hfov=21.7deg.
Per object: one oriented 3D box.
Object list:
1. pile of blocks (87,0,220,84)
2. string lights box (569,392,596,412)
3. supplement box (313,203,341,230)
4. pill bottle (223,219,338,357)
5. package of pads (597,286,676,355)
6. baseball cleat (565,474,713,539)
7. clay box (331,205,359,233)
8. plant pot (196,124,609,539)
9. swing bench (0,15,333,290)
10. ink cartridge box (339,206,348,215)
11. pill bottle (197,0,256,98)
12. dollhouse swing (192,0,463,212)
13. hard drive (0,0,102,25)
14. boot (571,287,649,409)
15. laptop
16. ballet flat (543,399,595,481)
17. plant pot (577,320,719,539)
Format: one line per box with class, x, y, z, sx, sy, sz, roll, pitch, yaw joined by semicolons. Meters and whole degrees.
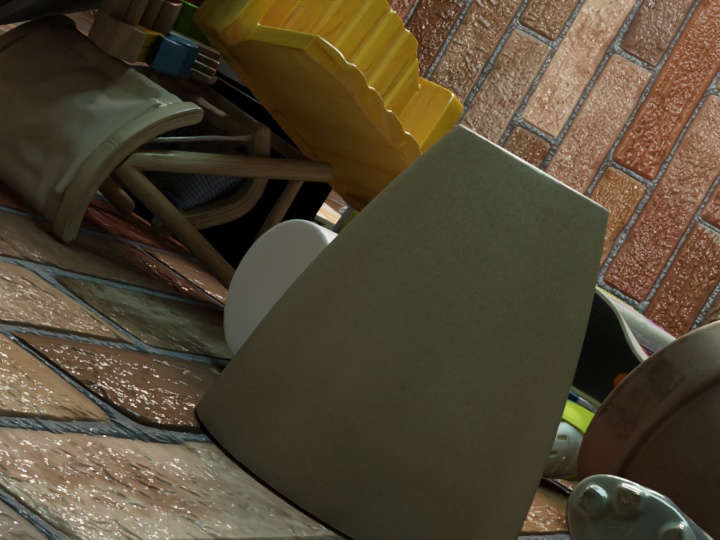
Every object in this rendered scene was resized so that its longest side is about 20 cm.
pile of blocks;-0.136;-0.182;1.380;0.082;0.062;0.200;26;10;4
string lights box;0.093;0.082;1.540;0.199;0.059;0.103;29;6;-11
supplement box;-0.088;-0.050;1.690;0.126;0.074;0.200;25;8;-36
pill bottle;0.018;0.047;1.179;0.199;0.115;0.114;25;7;-39
package of pads;0.207;0.050;1.714;0.154;0.068;0.200;29;5;-30
baseball cleat;0.206;0.199;1.121;0.200;0.070;0.106;42;2;18
clay box;0.000;0.000;1.492;0.047;0.115;0.200;34;5;-12
plant pot;0.042;0.032;0.992;0.187;0.201;0.187;30;6;-4
swing bench;-0.166;-0.089;1.362;0.199;0.130;0.199;24;9;-46
ink cartridge box;0.056;-0.007;1.647;0.037;0.095;0.199;-12;11;-36
pill bottle;-0.091;-0.241;1.476;0.200;0.111;0.111;55;-4;-21
dollhouse swing;0.012;-0.152;1.358;0.175;0.182;0.200;-1;-43;51
hard drive;-0.170;-0.225;1.337;0.199;0.033;0.139;-17;3;39
boot;0.191;0.080;1.472;0.200;0.072;0.144;46;-2;8
laptop;-0.083;-0.103;1.577;0.187;0.116;0.200;32;33;19
ballet flat;0.111;0.113;1.386;0.199;0.067;0.067;32;26;-10
plant pot;0.274;0.157;1.285;0.200;0.200;0.175;25;24;-42
